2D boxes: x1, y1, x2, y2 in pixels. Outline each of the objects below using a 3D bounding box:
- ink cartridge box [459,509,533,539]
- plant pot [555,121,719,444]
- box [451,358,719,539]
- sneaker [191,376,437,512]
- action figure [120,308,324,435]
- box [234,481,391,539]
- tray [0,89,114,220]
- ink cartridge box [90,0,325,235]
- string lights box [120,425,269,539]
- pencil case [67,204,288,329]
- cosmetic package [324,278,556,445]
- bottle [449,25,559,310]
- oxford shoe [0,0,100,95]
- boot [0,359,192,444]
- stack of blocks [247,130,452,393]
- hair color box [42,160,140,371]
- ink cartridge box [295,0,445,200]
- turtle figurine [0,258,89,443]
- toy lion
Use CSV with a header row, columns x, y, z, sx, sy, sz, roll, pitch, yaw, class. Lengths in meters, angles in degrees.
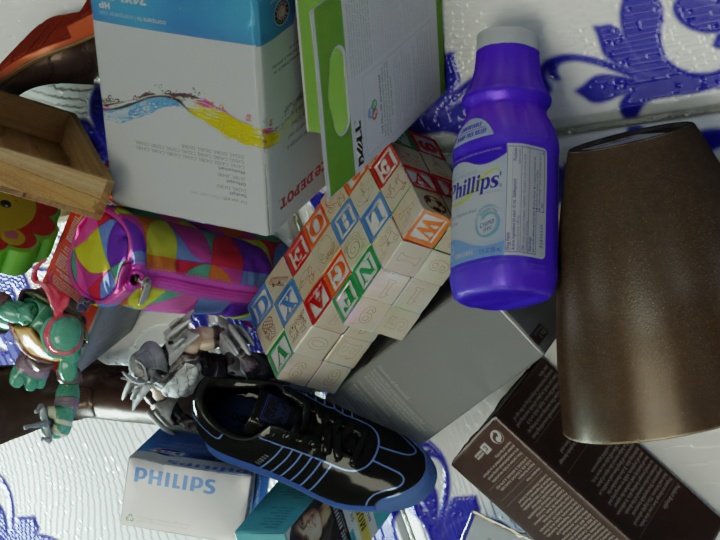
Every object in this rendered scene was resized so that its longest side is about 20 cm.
x,y,z,sx,sy,sz,roll,pitch,yaw,class
0.163,0.307,1.756,0.199,0.047,0.198,29,129,14,ink cartridge box
0.214,0.001,1.479,0.186,0.187,0.201,-10,98,34,plant pot
0.180,0.176,1.633,0.200,0.100,0.075,41,129,4,box
-0.040,0.132,1.599,0.199,0.070,0.078,11,153,16,sneaker
-0.109,0.084,1.682,0.130,0.199,0.070,-34,61,44,action figure
-0.026,0.194,1.695,0.049,0.200,0.083,-3,116,30,box
-0.261,-0.097,1.628,0.098,0.200,0.037,17,104,-21,tray
-0.102,-0.155,1.573,0.145,0.147,0.201,11,121,23,ink cartridge box
-0.133,0.174,1.733,0.102,0.200,0.059,9,94,3,string lights box
-0.142,0.000,1.651,0.088,0.199,0.089,-5,82,42,pencil case
0.075,0.058,1.621,0.090,0.107,0.200,45,128,-2,cosmetic package
0.105,-0.075,1.491,0.083,0.065,0.201,-16,68,55,bottle
-0.233,-0.171,1.691,0.200,0.071,0.073,-19,120,43,oxford shoe
-0.228,0.117,1.782,0.199,0.186,0.065,6,115,30,boot
0.000,0.000,1.592,0.058,0.115,0.200,18,121,-33,stack of blocks
-0.212,-0.011,1.749,0.061,0.101,0.200,36,128,10,hair color box
-0.013,-0.161,1.484,0.075,0.200,0.148,10,121,25,ink cartridge box
-0.263,0.060,1.649,0.150,0.101,0.200,57,162,-12,turtle figurine
-0.329,-0.078,1.718,0.200,0.192,0.069,33,127,10,toy lion
